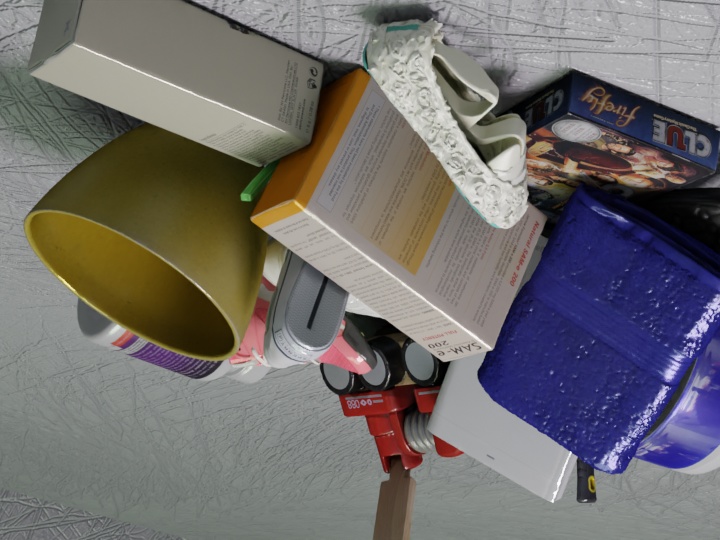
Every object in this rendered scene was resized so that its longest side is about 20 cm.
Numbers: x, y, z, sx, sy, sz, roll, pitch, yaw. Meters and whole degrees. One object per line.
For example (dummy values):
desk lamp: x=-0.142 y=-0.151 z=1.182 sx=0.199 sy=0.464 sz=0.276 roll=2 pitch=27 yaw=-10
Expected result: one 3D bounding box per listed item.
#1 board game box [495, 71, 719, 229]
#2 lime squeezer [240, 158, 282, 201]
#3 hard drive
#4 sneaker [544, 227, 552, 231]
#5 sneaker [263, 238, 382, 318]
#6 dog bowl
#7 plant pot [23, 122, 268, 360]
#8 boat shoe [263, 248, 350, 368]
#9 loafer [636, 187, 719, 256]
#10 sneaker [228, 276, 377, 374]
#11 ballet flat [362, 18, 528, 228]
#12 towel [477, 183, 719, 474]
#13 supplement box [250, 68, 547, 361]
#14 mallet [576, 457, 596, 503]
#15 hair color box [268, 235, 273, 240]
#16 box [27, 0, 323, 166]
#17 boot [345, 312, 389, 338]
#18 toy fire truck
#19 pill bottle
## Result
board game box: x=0.161 y=-0.085 z=1.298 sx=0.134 sy=0.035 sz=0.200 roll=17 pitch=160 yaw=-22
lime squeezer: x=-0.047 y=-0.080 z=1.341 sx=0.037 sy=0.071 sz=0.200 roll=25 pitch=-175 yaw=21
hard drive: x=0.143 y=0.072 z=1.401 sx=0.131 sy=0.202 sz=0.026 roll=28 pitch=-160 yaw=26
sneaker: x=0.127 y=-0.023 z=1.455 sx=0.084 sy=0.076 sz=0.199 roll=-15 pitch=155 yaw=35
sneaker: x=0.000 y=0.000 z=1.448 sx=0.199 sy=0.076 sz=0.099 roll=16 pitch=168 yaw=-34
dog bowl: x=0.270 y=0.065 z=1.424 sx=0.078 sy=0.202 sz=0.200 roll=17 pitch=160 yaw=-19
plant pot: x=-0.151 y=-0.042 z=1.373 sx=0.199 sy=0.143 sz=0.200 roll=25 pitch=156 yaw=12
boat shoe: x=-0.031 y=-0.013 z=1.322 sx=0.073 sy=0.201 sz=0.067 roll=37 pitch=146 yaw=-15
loafer: x=0.246 y=-0.037 z=1.351 sx=0.068 sy=0.070 sz=0.200 roll=55 pitch=152 yaw=-10
sneaker: x=-0.075 y=0.060 z=1.510 sx=0.199 sy=0.087 sz=0.074 roll=25 pitch=165 yaw=27
ballet flat: x=0.078 y=-0.102 z=1.193 sx=0.071 sy=0.072 sz=0.200 roll=-7 pitch=140 yaw=40
towel: x=0.191 y=0.045 z=1.317 sx=0.147 sy=0.201 sz=0.049 roll=34 pitch=-152 yaw=13
supplement box: x=0.032 y=-0.039 z=1.279 sx=0.199 sy=0.127 sz=0.073 roll=37 pitch=153 yaw=-20
mallet: x=0.179 y=0.092 z=1.419 sx=0.041 sy=0.202 sz=0.066 roll=-11 pitch=159 yaw=42
hair color box: x=0.013 y=-0.012 z=1.542 sx=0.198 sy=0.065 sz=0.109 roll=13 pitch=162 yaw=-16
box: x=-0.130 y=-0.145 z=1.215 sx=0.199 sy=0.069 sz=0.082 roll=22 pitch=158 yaw=-31
boot: x=0.010 y=0.083 z=1.668 sx=0.201 sy=0.155 sz=0.073 roll=4 pitch=175 yaw=11
toy fire truck: x=0.056 y=0.153 z=1.538 sx=0.128 sy=0.202 sz=0.175 roll=-20 pitch=-174 yaw=-42
pill bottle: x=-0.182 y=0.049 z=1.742 sx=0.199 sy=0.113 sz=0.111 roll=24 pitch=157 yaw=-36
